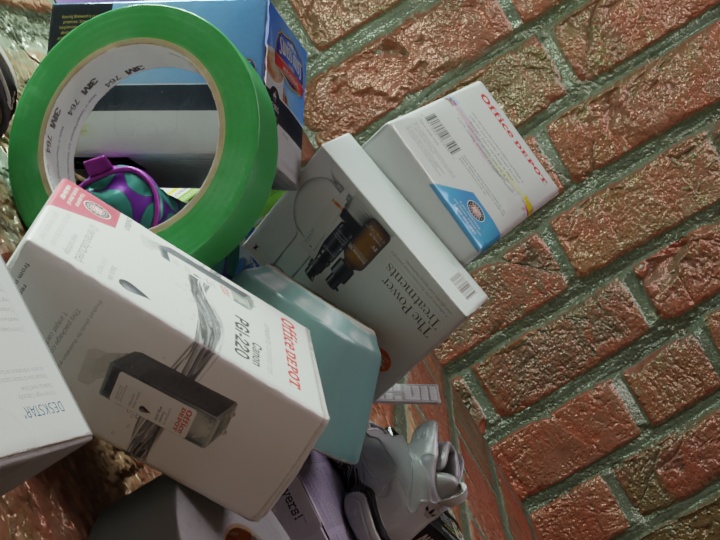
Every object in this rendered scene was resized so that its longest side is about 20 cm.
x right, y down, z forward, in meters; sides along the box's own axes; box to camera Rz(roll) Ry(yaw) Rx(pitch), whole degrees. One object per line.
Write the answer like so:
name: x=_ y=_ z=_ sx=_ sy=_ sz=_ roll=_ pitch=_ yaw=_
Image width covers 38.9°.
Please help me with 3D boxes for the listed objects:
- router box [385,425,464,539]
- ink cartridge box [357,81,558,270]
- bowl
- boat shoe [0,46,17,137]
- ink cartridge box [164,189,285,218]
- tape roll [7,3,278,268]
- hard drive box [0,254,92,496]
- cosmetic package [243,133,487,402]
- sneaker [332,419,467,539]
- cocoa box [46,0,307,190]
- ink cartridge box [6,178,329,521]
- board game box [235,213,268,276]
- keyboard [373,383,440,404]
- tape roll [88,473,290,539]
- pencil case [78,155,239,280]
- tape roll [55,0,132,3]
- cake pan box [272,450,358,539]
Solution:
router box: x=0.081 y=0.323 z=1.413 sx=0.200 sy=0.051 sz=0.150 roll=52 pitch=12 yaw=-50
ink cartridge box: x=0.075 y=-0.073 z=1.028 sx=0.148 sy=0.146 sz=0.199 roll=54 pitch=38 yaw=3
bowl: x=-0.060 y=0.068 z=0.886 sx=0.199 sy=0.106 sz=0.201 roll=31 pitch=-2 yaw=1
boat shoe: x=-0.295 y=-0.171 z=0.667 sx=0.202 sy=0.073 sz=0.061 roll=65 pitch=-3 yaw=-37
ink cartridge box: x=-0.164 y=-0.128 z=1.117 sx=0.076 sy=0.147 sz=0.201 roll=50 pitch=10 yaw=-44
tape roll: x=-0.160 y=-0.091 z=0.751 sx=0.202 sy=0.199 sz=0.048 roll=61 pitch=6 yaw=16
hard drive box: x=-0.217 y=0.009 z=0.429 sx=0.202 sy=0.076 sz=0.156 roll=60 pitch=7 yaw=8
cosmetic package: x=0.000 y=0.000 z=0.950 sx=0.201 sy=0.151 sz=0.051 roll=49 pitch=39 yaw=7
sneaker: x=0.032 y=0.176 z=0.981 sx=0.075 sy=0.114 sz=0.201 roll=54 pitch=8 yaw=-37
cocoa box: x=-0.157 y=-0.149 z=0.884 sx=0.133 sy=0.196 sz=0.134 roll=37 pitch=56 yaw=-76
ink cartridge box: x=-0.124 y=0.045 z=0.620 sx=0.199 sy=0.085 sz=0.146 roll=35 pitch=11 yaw=-17
board game box: x=-0.051 y=0.017 z=1.102 sx=0.198 sy=0.198 sz=0.056 roll=60 pitch=4 yaw=11
keyboard: x=-0.019 y=0.122 z=1.019 sx=0.056 sy=0.196 sz=0.011 roll=-83 pitch=174 yaw=-85
tape roll: x=-0.080 y=0.217 z=0.615 sx=0.202 sy=0.066 sz=0.200 roll=59 pitch=7 yaw=-11
pencil case: x=-0.174 y=-0.031 z=0.886 sx=0.200 sy=0.084 sz=0.094 roll=35 pitch=41 yaw=-76
tape roll: x=-0.301 y=-0.333 z=1.243 sx=0.202 sy=0.084 sz=0.200 roll=58 pitch=7 yaw=-10
cake pan box: x=-0.043 y=0.217 z=0.955 sx=0.202 sy=0.052 sz=0.184 roll=62 pitch=5 yaw=12
